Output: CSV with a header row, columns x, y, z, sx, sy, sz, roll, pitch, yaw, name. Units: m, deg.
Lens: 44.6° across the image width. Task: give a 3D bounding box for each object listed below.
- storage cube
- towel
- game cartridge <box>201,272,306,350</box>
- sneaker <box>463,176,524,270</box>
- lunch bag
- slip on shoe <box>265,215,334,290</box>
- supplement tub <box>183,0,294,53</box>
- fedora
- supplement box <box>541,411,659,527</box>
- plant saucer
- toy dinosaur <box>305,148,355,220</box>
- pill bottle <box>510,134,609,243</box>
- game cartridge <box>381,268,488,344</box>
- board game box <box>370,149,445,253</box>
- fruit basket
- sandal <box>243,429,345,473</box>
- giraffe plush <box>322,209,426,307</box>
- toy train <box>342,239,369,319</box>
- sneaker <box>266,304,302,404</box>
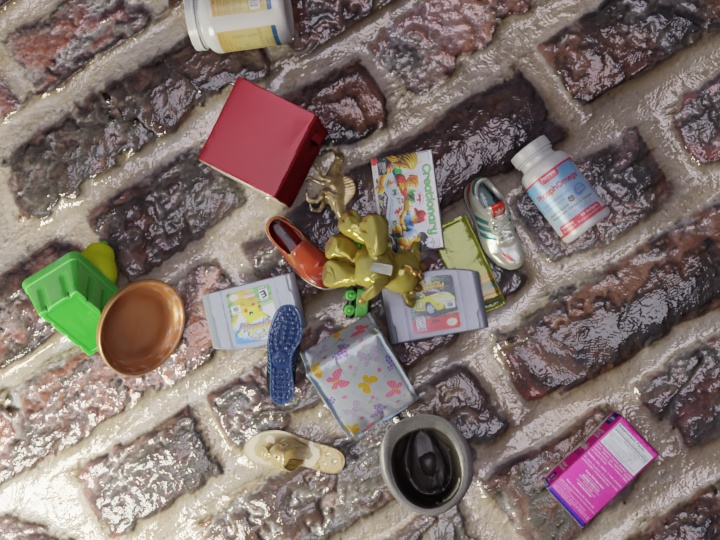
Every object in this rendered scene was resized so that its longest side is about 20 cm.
x,y,z,sx,sy,sz,roll,pitch,yaw,name
-0.190,-0.250,1.745,0.199,0.171,0.180,26,90,6,storage cube
0.215,-0.008,1.767,0.086,0.018,0.201,-23,84,3,towel
-0.215,0.090,1.793,0.199,0.040,0.134,-14,89,4,game cartridge
0.266,-0.094,1.726,0.070,0.093,0.200,-24,83,-6,sneaker
0.001,0.214,1.718,0.169,0.127,0.200,-31,112,1,lunch bag
-0.118,-0.035,1.779,0.074,0.061,0.200,-45,85,-1,slip on shoe
-0.243,-0.520,1.780,0.199,0.145,0.145,-6,86,5,supplement tub
0.129,0.370,1.714,0.176,0.090,0.201,-22,91,5,fedora
0.455,0.376,1.677,0.200,0.101,0.103,-43,83,1,supplement box
-0.440,0.110,1.750,0.037,0.200,0.201,21,88,39,plant saucer
-0.057,-0.150,1.782,0.101,0.058,0.201,-8,86,4,toy dinosaur
0.386,-0.160,1.715,0.109,0.109,0.200,-37,84,2,pill bottle
0.146,0.066,1.752,0.199,0.041,0.134,-11,81,10,game cartridge
0.096,-0.135,1.773,0.126,0.035,0.201,-8,85,11,board game box
-0.558,0.036,1.772,0.155,0.216,0.216,-30,84,5,fruit basket
-0.136,0.366,1.749,0.211,0.070,0.078,8,87,6,sandal
0.047,-0.012,1.693,0.200,0.162,0.173,36,104,44,giraffe plush
0.000,0.000,1.770,0.056,0.042,0.201,6,91,-8,toy train
-0.157,0.163,1.749,0.070,0.078,0.201,6,94,-12,sneaker
